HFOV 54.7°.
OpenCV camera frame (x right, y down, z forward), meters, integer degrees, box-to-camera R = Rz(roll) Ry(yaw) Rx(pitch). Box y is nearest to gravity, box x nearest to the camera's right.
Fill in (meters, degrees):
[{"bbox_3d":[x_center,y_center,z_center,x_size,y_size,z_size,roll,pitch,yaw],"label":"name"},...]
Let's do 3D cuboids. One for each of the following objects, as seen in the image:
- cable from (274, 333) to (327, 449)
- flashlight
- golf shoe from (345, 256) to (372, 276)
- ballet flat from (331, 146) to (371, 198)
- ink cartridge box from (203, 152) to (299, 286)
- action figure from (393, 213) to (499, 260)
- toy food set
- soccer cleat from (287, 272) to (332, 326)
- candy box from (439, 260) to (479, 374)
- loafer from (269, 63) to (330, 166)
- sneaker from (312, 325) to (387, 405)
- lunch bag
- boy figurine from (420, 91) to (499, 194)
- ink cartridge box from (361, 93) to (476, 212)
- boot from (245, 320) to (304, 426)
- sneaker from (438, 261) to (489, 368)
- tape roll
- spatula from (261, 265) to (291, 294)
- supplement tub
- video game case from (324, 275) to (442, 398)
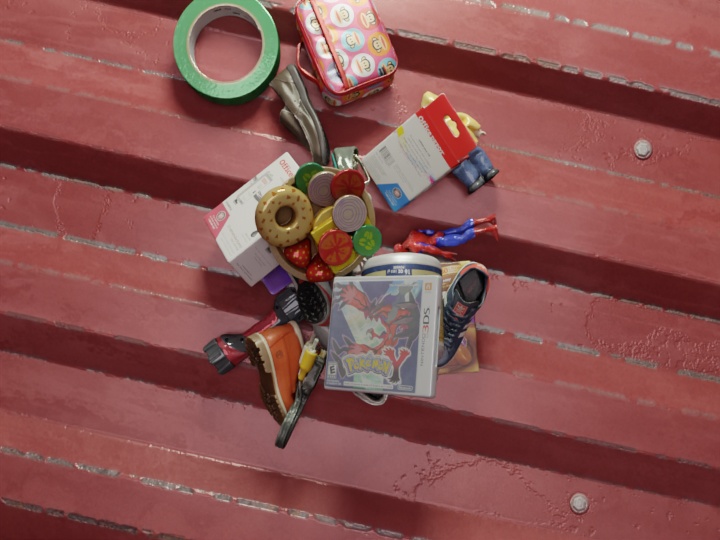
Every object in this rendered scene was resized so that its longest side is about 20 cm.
[{"bbox_3d":[-0.110,0.211,1.239,0.049,0.097,0.203,26,87,3],"label":"cable"},{"bbox_3d":[-0.193,0.107,1.283,0.199,0.068,0.068,-39,53,-4],"label":"flashlight"},{"bbox_3d":[0.000,0.000,1.282,0.088,0.077,0.202,-36,100,-23],"label":"golf shoe"},{"bbox_3d":[-0.010,-0.142,1.263,0.062,0.068,0.204,-10,63,-1],"label":"ballet flat"},{"bbox_3d":[-0.163,-0.095,1.246,0.199,0.083,0.147,-38,48,-1],"label":"ink cartridge box"},{"bbox_3d":[0.157,-0.057,1.290,0.195,0.066,0.052,-9,129,12],"label":"action figure"},{"bbox_3d":[-0.064,-0.078,1.165,0.196,0.049,0.202,-33,110,-4],"label":"toy food set"},{"bbox_3d":[-0.093,0.008,1.268,0.067,0.073,0.204,-26,69,15],"label":"soccer cleat"},{"bbox_3d":[0.153,0.089,1.292,0.113,0.056,0.206,-5,86,0],"label":"candy box"},{"bbox_3d":[-0.114,-0.280,1.298,0.070,0.073,0.204,-23,79,3],"label":"loafer"},{"bbox_3d":[-0.015,0.156,1.257,0.073,0.116,0.201,-42,88,0],"label":"sneaker"},{"bbox_3d":[-0.039,-0.414,1.285,0.173,0.082,0.204,-23,85,-8],"label":"lunch bag"},{"bbox_3d":[0.169,-0.239,1.299,0.124,0.064,0.201,-38,88,-1],"label":"boy figurine"},{"bbox_3d":[0.112,-0.213,1.250,0.199,0.067,0.118,-35,88,30],"label":"ink cartridge box"},{"bbox_3d":[-0.133,0.192,1.267,0.106,0.074,0.205,-26,118,-33],"label":"boot"},{"bbox_3d":[0.166,0.077,1.222,0.074,0.085,0.204,24,87,0],"label":"sneaker"},{"bbox_3d":[-0.249,-0.418,1.307,0.195,0.048,0.206,0,88,0],"label":"tape roll"},{"bbox_3d":[-0.100,-0.033,1.307,0.198,0.021,0.057,-36,94,-5],"label":"spatula"},{"bbox_3d":[0.071,0.084,1.184,0.140,0.145,0.206,0,77,-1],"label":"supplement tub"},{"bbox_3d":[0.034,0.101,1.104,0.196,0.023,0.187,-2,78,33],"label":"video game case"}]
